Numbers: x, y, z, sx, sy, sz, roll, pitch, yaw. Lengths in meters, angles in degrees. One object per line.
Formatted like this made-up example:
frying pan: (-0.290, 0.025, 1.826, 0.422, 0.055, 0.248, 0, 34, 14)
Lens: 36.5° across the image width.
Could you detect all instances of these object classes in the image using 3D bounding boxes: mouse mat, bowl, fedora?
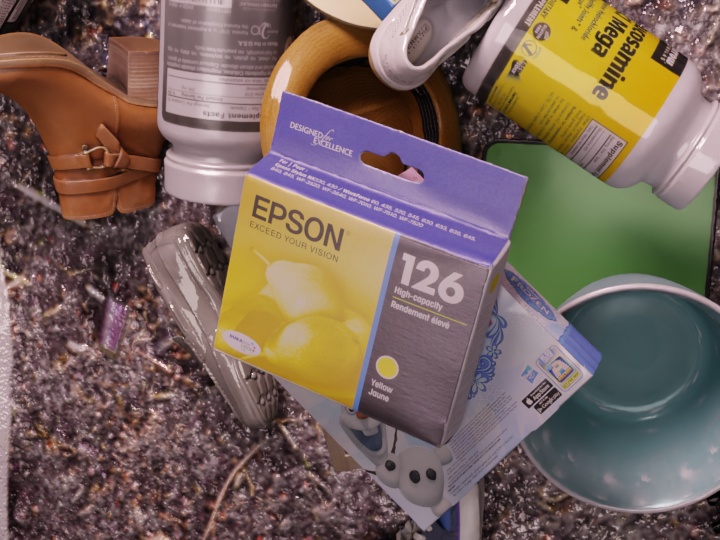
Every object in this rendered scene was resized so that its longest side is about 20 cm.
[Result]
mouse mat: (0.198, -0.028, 0.927, 0.197, 0.008, 0.164, 4, 106, 15)
bowl: (0.223, 0.083, 0.891, 0.197, 0.105, 0.204, 4, 114, 8)
fedora: (-0.009, -0.108, 0.892, 0.081, 0.199, 0.203, -4, 109, 54)

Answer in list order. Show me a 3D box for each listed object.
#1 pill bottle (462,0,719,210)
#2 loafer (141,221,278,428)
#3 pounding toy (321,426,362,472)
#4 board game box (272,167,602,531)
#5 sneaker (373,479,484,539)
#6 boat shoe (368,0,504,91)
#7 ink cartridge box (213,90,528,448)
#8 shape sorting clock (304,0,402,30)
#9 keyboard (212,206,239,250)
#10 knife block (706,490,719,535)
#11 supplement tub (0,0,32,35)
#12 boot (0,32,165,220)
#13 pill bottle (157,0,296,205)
pill bottle: (0.188, -0.137, 0.842, 0.199, 0.112, 0.113, 34, 111, 3)
loafer: (-0.138, 0.055, 1.008, 0.069, 0.070, 0.202, -24, 91, 24)
pounding toy: (0.052, 0.056, 0.908, 0.197, 0.142, 0.187, -12, 102, 16)
board game box: (0.044, 0.064, 0.829, 0.199, 0.043, 0.200, 44, 119, 4)
sneaker: (0.037, 0.261, 1.009, 0.144, 0.081, 0.203, 6, 112, 9)
boat shoe: (0.085, -0.218, 0.801, 0.070, 0.069, 0.201, 34, 84, -18)
ink cartridge box: (0.000, 0.000, 0.780, 0.195, 0.047, 0.203, 21, 116, 19)
shape sorting clock: (0.019, -0.285, 0.853, 0.197, 0.039, 0.203, 1, 80, -5)
keyboard: (-0.065, 0.024, 1.010, 0.056, 0.011, 0.202, -27, 97, 25)
knife block: (0.380, 0.160, 0.911, 0.198, 0.175, 0.065, -24, 104, -26)
supplement tub: (-0.321, -0.280, 0.922, 0.122, 0.123, 0.200, 41, 111, 0)
boot: (-0.257, -0.119, 0.940, 0.197, 0.074, 0.157, -4, 118, -26)
pill bottle: (-0.113, -0.164, 0.913, 0.112, 0.114, 0.203, 9, 108, 12)
